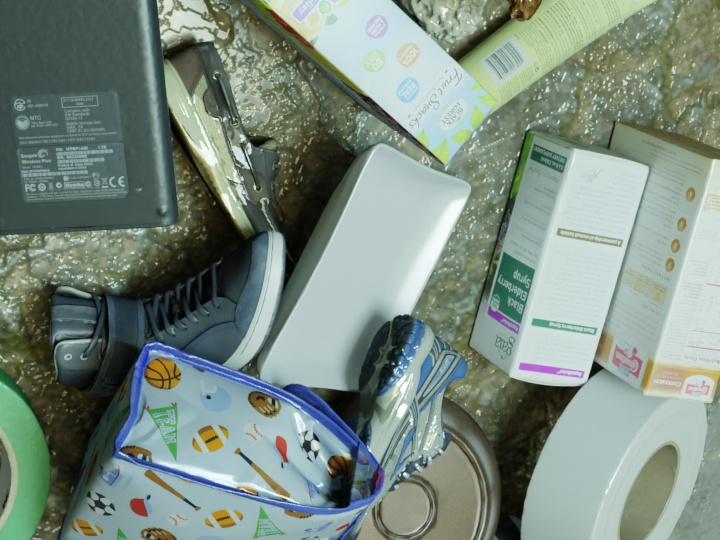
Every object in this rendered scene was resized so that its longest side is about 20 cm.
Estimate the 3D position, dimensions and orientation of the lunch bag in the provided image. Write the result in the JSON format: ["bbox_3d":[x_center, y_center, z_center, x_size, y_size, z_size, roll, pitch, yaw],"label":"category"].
[{"bbox_3d":[-0.101,0.157,1.134,0.200,0.124,0.170,21,143,-12],"label":"lunch bag"}]

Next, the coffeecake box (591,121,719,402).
[{"bbox_3d":[0.256,-0.010,1.287,0.073,0.154,0.200,9,103,-24],"label":"coffeecake box"}]

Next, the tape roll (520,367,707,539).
[{"bbox_3d":[0.225,0.184,1.332,0.202,0.071,0.203,-33,134,-41],"label":"tape roll"}]

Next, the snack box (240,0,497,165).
[{"bbox_3d":[-0.015,-0.178,1.112,0.200,0.169,0.068,40,92,-28],"label":"snack box"}]

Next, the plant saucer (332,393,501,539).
[{"bbox_3d":[0.033,0.198,1.280,0.200,0.032,0.200,-1,93,-18],"label":"plant saucer"}]

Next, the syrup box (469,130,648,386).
[{"bbox_3d":[0.166,-0.009,1.292,0.081,0.079,0.200,10,103,-25],"label":"syrup box"}]

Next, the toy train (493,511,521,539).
[{"bbox_3d":[0.073,0.293,1.352,0.200,0.085,0.114,-21,104,-15],"label":"toy train"}]

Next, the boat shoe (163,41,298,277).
[{"bbox_3d":[-0.091,-0.082,1.165,0.065,0.073,0.200,-31,116,-5],"label":"boat shoe"}]

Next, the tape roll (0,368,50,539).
[{"bbox_3d":[-0.338,0.154,1.152,0.200,0.048,0.201,-7,109,-20],"label":"tape roll"}]

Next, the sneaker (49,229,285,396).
[{"bbox_3d":[-0.152,0.031,1.139,0.146,0.077,0.202,18,131,-23],"label":"sneaker"}]

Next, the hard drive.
[{"bbox_3d":[-0.211,-0.127,1.097,0.139,0.033,0.200,-3,109,3],"label":"hard drive"}]

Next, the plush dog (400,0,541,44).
[{"bbox_3d":[0.088,-0.278,1.121,0.160,0.172,0.200,-37,116,-8],"label":"plush dog"}]

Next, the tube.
[{"bbox_3d":[0.165,-0.203,1.251,0.200,0.052,0.058,-38,158,-11],"label":"tube"}]

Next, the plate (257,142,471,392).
[{"bbox_3d":[0.000,0.000,1.206,0.200,0.032,0.200,-64,154,6],"label":"plate"}]

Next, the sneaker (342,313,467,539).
[{"bbox_3d":[0.030,0.141,1.222,0.085,0.077,0.200,27,84,-22],"label":"sneaker"}]
